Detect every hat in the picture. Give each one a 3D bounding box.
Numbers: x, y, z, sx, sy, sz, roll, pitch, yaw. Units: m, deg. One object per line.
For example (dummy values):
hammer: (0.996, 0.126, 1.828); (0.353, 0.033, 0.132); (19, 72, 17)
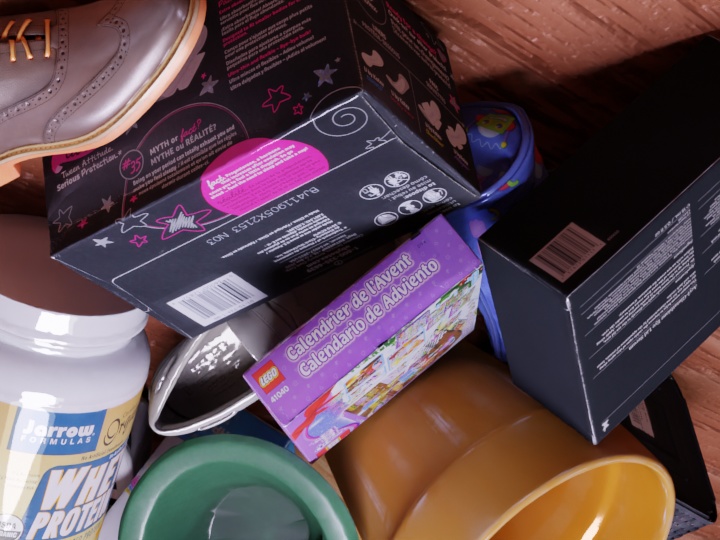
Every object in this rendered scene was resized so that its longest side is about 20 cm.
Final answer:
hat: (-0.060, 0.174, 1.137); (0.165, 0.176, 0.201); (30, 112, 7)

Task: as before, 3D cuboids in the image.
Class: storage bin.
storage bin: (0.174, 0.125, 1.251); (0.093, 0.136, 0.199); (-28, 144, 25)

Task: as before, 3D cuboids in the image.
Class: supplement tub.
supplement tub: (-0.209, 0.083, 1.006); (0.143, 0.145, 0.202); (7, 116, -27)

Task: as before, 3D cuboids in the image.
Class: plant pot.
plant pot: (0.071, 0.141, 1.085); (0.199, 0.183, 0.202); (-23, 137, -23)

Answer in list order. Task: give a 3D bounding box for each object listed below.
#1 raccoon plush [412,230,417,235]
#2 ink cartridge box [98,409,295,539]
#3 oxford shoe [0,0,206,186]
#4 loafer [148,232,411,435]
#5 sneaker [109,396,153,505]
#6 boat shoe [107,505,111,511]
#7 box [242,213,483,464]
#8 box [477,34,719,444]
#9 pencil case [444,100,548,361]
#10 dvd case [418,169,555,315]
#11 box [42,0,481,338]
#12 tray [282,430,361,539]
raccoon plush: (0.000, 0.000, 1.088); (0.134, 0.097, 0.200); (-37, 170, 14)
ink cartridge box: (-0.134, 0.206, 1.212); (0.084, 0.201, 0.145); (30, 156, 15)
oxford shoe: (-0.168, -0.102, 0.860); (0.199, 0.072, 0.073); (-27, 139, 23)
loafer: (-0.049, 0.032, 0.978); (0.070, 0.070, 0.200); (44, 113, -8)
sneaker: (-0.212, 0.112, 1.187); (0.111, 0.074, 0.200); (7, 154, 3)
boat shoe: (-0.255, 0.158, 1.234); (0.060, 0.072, 0.200); (-28, 137, 32)
box: (0.005, 0.046, 0.958); (0.137, 0.039, 0.200); (-39, 169, -6)
box: (0.172, -0.018, 0.982); (0.200, 0.079, 0.142); (-40, 139, -18)
pencil case: (0.089, -0.016, 1.024); (0.087, 0.078, 0.201); (-42, 139, -10)
dvd case: (0.131, -0.019, 1.125); (0.198, 0.022, 0.147); (-4, 147, -9)
box: (-0.056, -0.069, 0.902); (0.199, 0.116, 0.132); (-25, 146, 23)
tray: (0.010, 0.210, 1.298); (0.037, 0.199, 0.099); (-46, 163, -30)
